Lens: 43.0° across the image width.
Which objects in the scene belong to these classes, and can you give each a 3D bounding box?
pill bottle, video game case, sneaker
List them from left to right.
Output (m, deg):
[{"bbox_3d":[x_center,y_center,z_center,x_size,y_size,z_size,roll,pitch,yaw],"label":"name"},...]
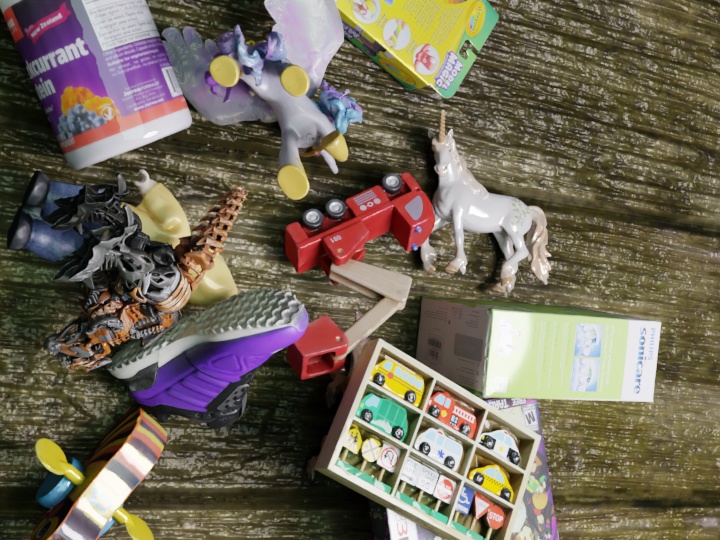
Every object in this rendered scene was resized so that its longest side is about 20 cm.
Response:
[{"bbox_3d":[-0.226,-0.195,0.751,0.111,0.111,0.201,-25,103,-20],"label":"pill bottle"},{"bbox_3d":[-0.118,0.085,0.801,0.100,0.199,0.070,62,28,-19],"label":"sneaker"},{"bbox_3d":[0.099,0.218,0.868,0.199,0.036,0.182,-3,83,-32],"label":"video game case"}]

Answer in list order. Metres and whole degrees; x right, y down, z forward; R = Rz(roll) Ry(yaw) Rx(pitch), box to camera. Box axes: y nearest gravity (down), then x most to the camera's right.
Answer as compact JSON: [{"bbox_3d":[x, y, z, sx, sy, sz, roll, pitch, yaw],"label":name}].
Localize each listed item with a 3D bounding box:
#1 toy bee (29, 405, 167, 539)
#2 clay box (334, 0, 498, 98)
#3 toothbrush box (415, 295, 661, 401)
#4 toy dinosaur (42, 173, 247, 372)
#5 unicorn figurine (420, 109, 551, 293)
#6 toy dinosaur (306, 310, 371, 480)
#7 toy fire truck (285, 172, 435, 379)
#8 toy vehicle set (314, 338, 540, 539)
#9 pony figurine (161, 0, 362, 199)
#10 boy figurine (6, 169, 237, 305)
[{"bbox_3d":[-0.234,0.213,0.781,0.131,0.109,0.201,25,84,-25],"label":"toy bee"},{"bbox_3d":[0.033,-0.266,0.892,0.200,0.048,0.115,36,78,-22],"label":"clay box"},{"bbox_3d":[0.176,0.078,0.927,0.199,0.145,0.087,3,92,-24],"label":"toothbrush box"},{"bbox_3d":[-0.182,-0.003,0.744,0.200,0.102,0.136,-52,132,-11],"label":"toy dinosaur"},{"bbox_3d":[0.115,-0.058,0.939,0.199,0.074,0.138,20,76,-38],"label":"unicorn figurine"},{"bbox_3d":[0.020,0.137,0.901,0.135,0.086,0.201,-4,89,-25],"label":"toy dinosaur"},{"bbox_3d":[0.000,0.000,0.855,0.199,0.049,0.141,-25,63,-20],"label":"toy fire truck"},{"bbox_3d":[0.066,0.163,0.822,0.200,0.026,0.125,32,65,-21],"label":"toy vehicle set"},{"bbox_3d":[-0.073,-0.159,0.789,0.166,0.200,0.194,-31,100,7],"label":"pony figurine"},{"bbox_3d":[-0.198,-0.025,0.801,0.199,0.064,0.125,20,93,-25],"label":"boy figurine"}]
